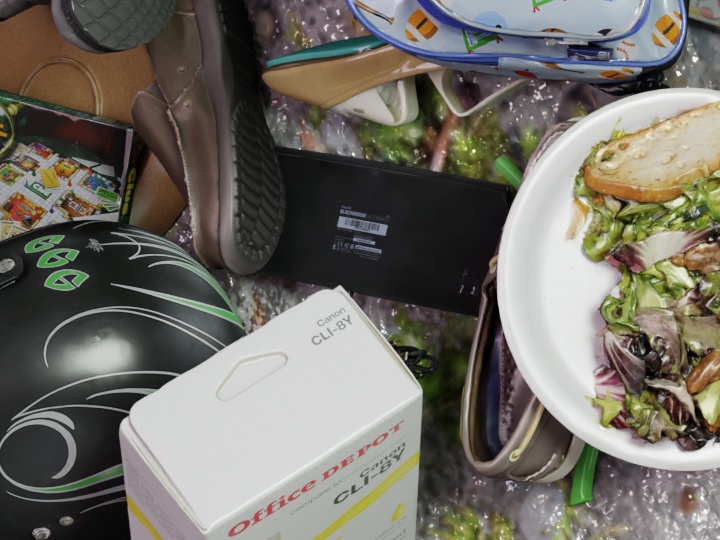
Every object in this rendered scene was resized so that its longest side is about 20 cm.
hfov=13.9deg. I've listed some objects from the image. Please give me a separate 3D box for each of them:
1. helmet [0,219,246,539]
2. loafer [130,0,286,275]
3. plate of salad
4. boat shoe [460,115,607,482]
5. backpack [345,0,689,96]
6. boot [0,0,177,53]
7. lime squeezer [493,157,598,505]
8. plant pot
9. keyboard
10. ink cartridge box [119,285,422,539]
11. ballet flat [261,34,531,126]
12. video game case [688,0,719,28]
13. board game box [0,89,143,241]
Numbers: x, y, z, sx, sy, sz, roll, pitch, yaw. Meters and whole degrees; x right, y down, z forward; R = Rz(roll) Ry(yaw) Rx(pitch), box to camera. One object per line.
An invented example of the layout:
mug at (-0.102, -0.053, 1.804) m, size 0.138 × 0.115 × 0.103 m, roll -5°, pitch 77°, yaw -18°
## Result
helmet at (-0.152, 0.069, 1.694) m, size 0.200 × 0.191 × 0.200 m, roll 19°, pitch 111°, yaw 61°
loafer at (-0.093, -0.081, 1.726) m, size 0.071 × 0.073 × 0.200 m, roll -18°, pitch 59°, yaw 17°
plate of salad at (0.171, 0.005, 1.537) m, size 0.200 × 0.048 × 0.200 m, roll 0°, pitch 90°, yaw -7°
boat shoe at (0.097, 0.015, 1.582) m, size 0.072 × 0.060 × 0.200 m, roll 15°, pitch 96°, yaw 37°
backpack at (0.077, -0.184, 1.548) m, size 0.190 × 0.154 × 0.200 m, roll 1°, pitch 86°, yaw 11°
boot at (-0.172, -0.171, 1.742) m, size 0.132 × 0.200 × 0.070 m, roll -18°, pitch 114°, yaw 26°
lime squeezer at (0.124, 0.023, 1.632) m, size 0.071 × 0.038 × 0.200 m, roll -31°, pitch 69°, yaw 60°
plant pot at (-0.180, -0.098, 1.820) m, size 0.200 × 0.027 × 0.200 m, roll -2°, pitch 85°, yaw 31°
keyboard at (0.000, 0.000, 1.701) m, size 0.200 × 0.021 × 0.127 m, roll 12°, pitch 87°, yaw 37°
ink cartridge box at (-0.047, 0.118, 1.602) m, size 0.145 × 0.200 × 0.083 m, roll -32°, pitch 65°, yaw -17°
ballet flat at (0.033, -0.112, 1.671) m, size 0.200 × 0.069 × 0.063 m, roll -14°, pitch 94°, yaw 31°
video game case at (0.193, -0.237, 1.603) m, size 0.182 × 0.023 × 0.200 m, roll 22°, pitch 99°, yaw 31°
board game box at (-0.230, -0.059, 1.803) m, size 0.200 × 0.023 × 0.105 m, roll 16°, pitch 103°, yaw 21°
